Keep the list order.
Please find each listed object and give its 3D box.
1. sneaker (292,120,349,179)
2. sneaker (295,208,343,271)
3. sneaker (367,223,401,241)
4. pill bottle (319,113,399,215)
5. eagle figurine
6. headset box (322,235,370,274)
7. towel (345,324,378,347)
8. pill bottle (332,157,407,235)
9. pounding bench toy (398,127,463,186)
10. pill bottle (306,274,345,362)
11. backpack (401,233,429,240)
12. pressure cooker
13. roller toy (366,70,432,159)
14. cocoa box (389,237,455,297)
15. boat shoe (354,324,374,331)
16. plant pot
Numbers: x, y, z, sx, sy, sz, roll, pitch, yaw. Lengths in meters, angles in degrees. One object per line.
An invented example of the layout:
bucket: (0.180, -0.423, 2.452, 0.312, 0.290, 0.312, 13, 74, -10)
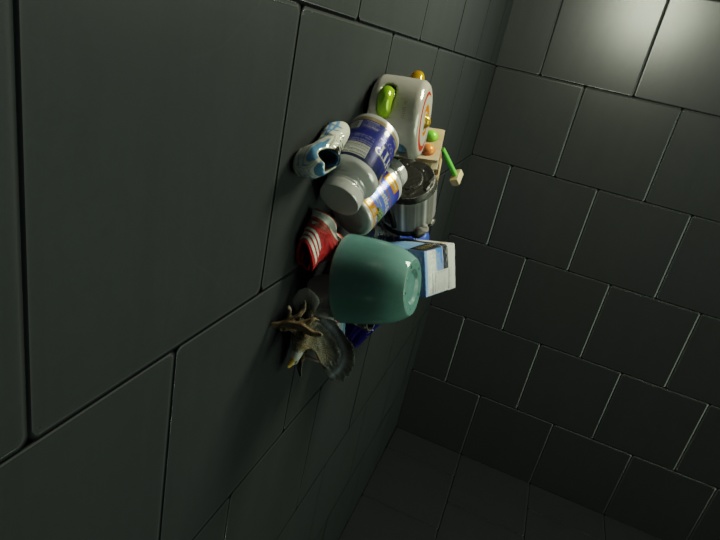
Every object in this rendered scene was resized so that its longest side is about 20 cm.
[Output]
sneaker: (-0.059, -0.230, 1.058, 0.201, 0.072, 0.073, -57, 158, -48)
sneaker: (-0.090, -0.039, 1.205, 0.116, 0.078, 0.200, -58, 150, -17)
sneaker: (0.068, -0.104, 1.642, 0.200, 0.087, 0.076, -25, 134, -68)
pill bottle: (-0.005, -0.223, 1.169, 0.120, 0.118, 0.202, 83, 29, -59)
eagle figurine: (-0.113, 0.155, 1.197, 0.150, 0.152, 0.200, -35, 143, 1)
headset box: (0.000, 0.000, 1.401, 0.149, 0.075, 0.200, -53, 147, -5)
towel: (0.021, 0.095, 1.512, 0.200, 0.148, 0.049, -45, 133, 10)
pill bottle: (0.030, -0.184, 1.306, 0.200, 0.111, 0.113, -49, 155, -34)
pounding bench toy: (0.215, -0.337, 1.645, 0.157, 0.197, 0.126, 84, 19, -59)
pill bottle: (-0.088, 0.113, 1.289, 0.109, 0.107, 0.202, -54, 157, -48)
backpack: (0.148, -0.072, 1.824, 0.169, 0.161, 0.201, -60, 162, -27)
pressure cooker: (0.138, -0.198, 1.599, 0.201, 0.176, 0.177, 84, 24, -54)
roller toy: (0.101, -0.367, 1.314, 0.201, 0.138, 0.184, -62, 160, -49)
cocoa box: (0.153, -0.013, 1.557, 0.130, 0.199, 0.136, -15, 106, -39)
boat shoe: (0.041, 0.063, 1.378, 0.070, 0.066, 0.202, 4, 116, -53)
plant pot: (0.043, 0.028, 1.210, 0.200, 0.159, 0.204, 8, 90, -68)
